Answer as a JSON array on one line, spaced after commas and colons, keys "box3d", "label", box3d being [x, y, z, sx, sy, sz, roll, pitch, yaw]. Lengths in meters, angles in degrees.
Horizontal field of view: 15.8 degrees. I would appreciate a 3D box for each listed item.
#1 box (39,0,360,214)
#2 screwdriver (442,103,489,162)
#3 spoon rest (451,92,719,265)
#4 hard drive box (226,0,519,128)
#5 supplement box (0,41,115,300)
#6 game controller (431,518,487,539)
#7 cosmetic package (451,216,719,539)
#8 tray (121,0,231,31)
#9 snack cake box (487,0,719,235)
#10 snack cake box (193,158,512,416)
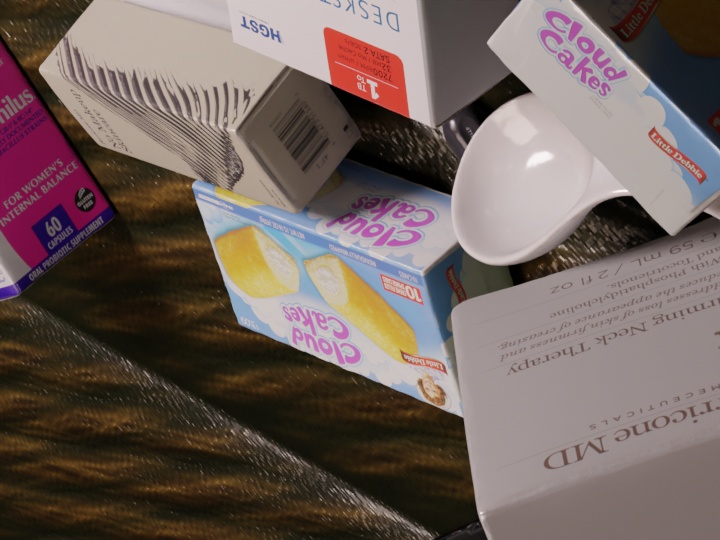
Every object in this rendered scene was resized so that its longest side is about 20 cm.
[{"box3d": [-0.099, -0.103, 1.572, 0.199, 0.069, 0.082, 19, 154, 46], "label": "box"}, {"box3d": [0.029, -0.120, 1.467, 0.029, 0.028, 0.200, -37, 92, 32], "label": "screwdriver"}, {"box3d": [0.122, -0.048, 1.372, 0.199, 0.100, 0.060, 4, 164, 44], "label": "spoon rest"}, {"box3d": [-0.002, -0.196, 1.354, 0.155, 0.077, 0.201, 25, 139, 36], "label": "hard drive box"}, {"box3d": [-0.282, -0.086, 1.838, 0.201, 0.101, 0.103, 56, 149, -13], "label": "supplement box"}, {"box3d": [0.098, 0.217, 1.758, 0.105, 0.042, 0.200, 63, 150, 4], "label": "game controller"}, {"box3d": [0.154, 0.107, 1.333, 0.200, 0.166, 0.167, -95, -16, -61], "label": "cosmetic package"}, {"box3d": [-0.096, -0.183, 1.561, 0.199, 0.022, 0.108, 25, 142, 35], "label": "tray"}, {"box3d": [0.164, -0.122, 1.106, 0.115, 0.200, 0.067, 46, 150, 3], "label": "snack cake box"}, {"box3d": [0.000, 0.000, 1.584, 0.199, 0.067, 0.116, 21, 139, 40], "label": "snack cake box"}]
